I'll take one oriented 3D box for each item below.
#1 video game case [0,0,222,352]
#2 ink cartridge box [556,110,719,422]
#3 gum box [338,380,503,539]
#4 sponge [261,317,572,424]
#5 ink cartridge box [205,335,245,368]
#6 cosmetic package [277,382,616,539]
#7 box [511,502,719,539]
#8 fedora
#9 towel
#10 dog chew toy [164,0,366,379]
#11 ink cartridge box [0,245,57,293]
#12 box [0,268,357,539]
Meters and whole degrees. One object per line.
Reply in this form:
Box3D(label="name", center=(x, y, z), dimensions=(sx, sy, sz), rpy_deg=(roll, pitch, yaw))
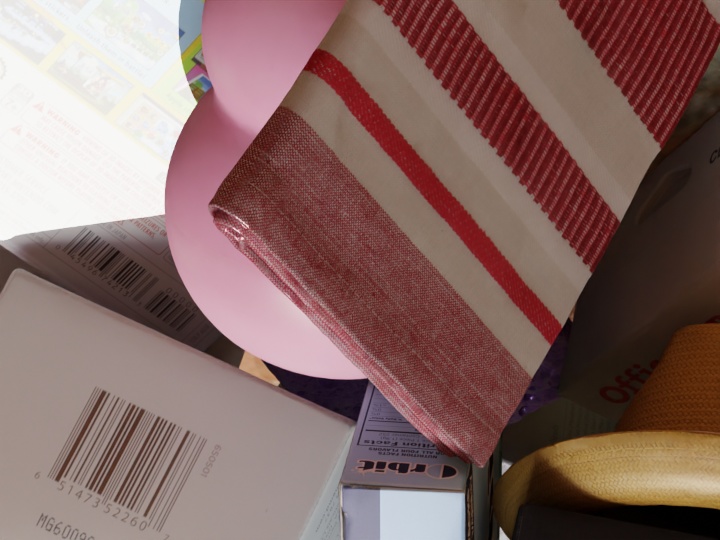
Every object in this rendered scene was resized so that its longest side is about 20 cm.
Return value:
Box3D(label="video game case", center=(-0.082, -0.075, 0.786), dimensions=(0.200, 0.023, 0.182), rpy_deg=(37, 116, -24))
Box3D(label="ink cartridge box", center=(0.197, 0.030, 0.831), dimensions=(0.199, 0.084, 0.145), rpy_deg=(25, 148, -11))
Box3D(label="gum box", center=(0.026, 0.110, 0.788), dimensions=(0.044, 0.200, 0.171), rpy_deg=(3, 111, 7))
Box3D(label="sponge", center=(0.000, 0.000, 0.872), dimensions=(0.111, 0.030, 0.200), rpy_deg=(-30, 120, 17))
Box3D(label="ink cartridge box", center=(-0.138, 0.037, 1.038), dimensions=(0.199, 0.068, 0.117), rpy_deg=(-13, 137, 43))
Box3D(label="cosmetic package", center=(0.058, 0.096, 1.004), dimensions=(0.199, 0.071, 0.102), rpy_deg=(25, 133, -12))
Box3D(label="box", center=(0.128, 0.150, 0.776), dimensions=(0.160, 0.049, 0.200), rpy_deg=(12, 156, 9))
Box3D(label="fedora", center=(0.145, 0.076, 0.769), dimensions=(0.199, 0.082, 0.201), rpy_deg=(10, 156, 5))
Box3D(label="towel", center=(0.044, -0.057, 0.666), dimensions=(0.023, 0.201, 0.144), rpy_deg=(14, 155, 44))
Box3D(label="dog chew toy", center=(-0.001, -0.067, 0.713), dimensions=(0.124, 0.125, 0.201), rpy_deg=(12, 117, 10))
Box3D(label="ink cartridge box", center=(-0.192, -0.024, 0.868), dimensions=(0.057, 0.200, 0.163), rpy_deg=(45, 169, 38))
Box3D(label="box", center=(-0.076, 0.104, 0.869), dimensions=(0.152, 0.107, 0.200), rpy_deg=(23, 165, 15))
